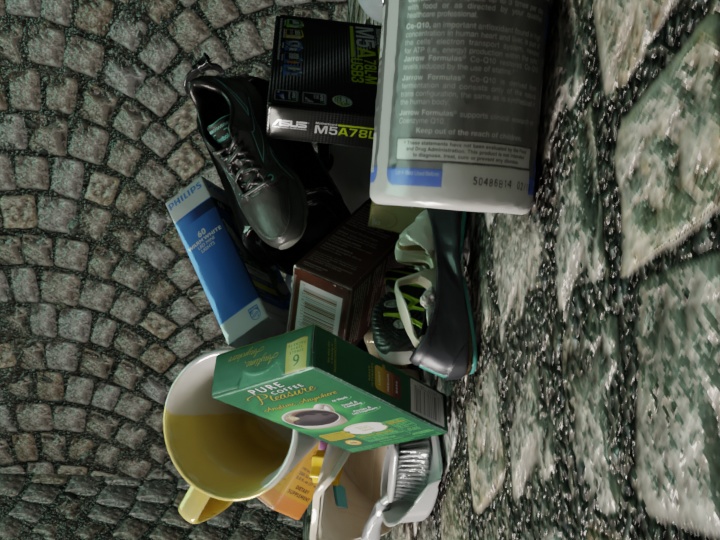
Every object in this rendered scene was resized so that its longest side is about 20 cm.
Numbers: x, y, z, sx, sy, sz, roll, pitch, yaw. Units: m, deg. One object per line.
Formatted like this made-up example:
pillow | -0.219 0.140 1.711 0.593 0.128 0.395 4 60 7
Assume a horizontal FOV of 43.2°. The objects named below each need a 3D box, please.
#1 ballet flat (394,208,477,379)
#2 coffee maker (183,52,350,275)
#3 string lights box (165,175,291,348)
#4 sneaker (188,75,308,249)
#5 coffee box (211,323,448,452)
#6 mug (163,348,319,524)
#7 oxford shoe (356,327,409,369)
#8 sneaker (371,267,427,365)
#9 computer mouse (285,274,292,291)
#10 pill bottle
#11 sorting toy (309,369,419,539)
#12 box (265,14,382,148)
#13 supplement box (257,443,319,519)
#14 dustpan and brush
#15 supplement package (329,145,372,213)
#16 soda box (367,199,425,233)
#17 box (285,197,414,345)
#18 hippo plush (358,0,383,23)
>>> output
ballet flat | 0.064 0.000 0.800 0.073 0.073 0.201 103 170 -59
coffee maker | -0.112 -0.112 1.039 0.135 0.192 0.201 -46 51 24
string lights box | -0.140 -0.001 1.037 0.201 0.059 0.103 61 -166 26
sneaker | -0.121 -0.111 0.923 0.079 0.075 0.201 6 -125 -64
coffee box | -0.022 0.113 0.828 0.123 0.200 0.044 -20 55 35
mug | -0.121 0.162 0.970 0.150 0.186 0.153 64 -163 9
oxford shoe | 0.026 0.095 1.094 0.200 0.073 0.071 103 167 -66
sneaker | 0.053 0.056 0.892 0.200 0.075 0.077 -61 -31 -71
computer mouse | -0.040 0.073 1.243 0.053 0.200 0.139 -42 10 9
pill bottle | 0.068 -0.142 0.615 0.114 0.113 0.201 -138 52 -83
sorting toy | -0.014 0.228 1.014 0.180 0.106 0.201 -52 -28 -62
box | -0.001 -0.203 0.978 0.201 0.192 0.048 -91 6 -48
supplement box | -0.059 0.206 1.143 0.201 0.069 0.067 -59 -40 -8
dustpan and brush | 0.037 0.231 0.953 0.140 0.057 0.201 -94 10 -55
supplement package | 0.007 -0.069 1.182 0.117 0.116 0.201 -98 14 -75
soda box | 0.058 -0.121 0.863 0.200 0.067 0.064 104 178 -50
box | 0.000 0.000 0.997 0.200 0.075 0.101 -43 -30 -50
hippo plush | 0.030 -0.315 0.844 0.160 0.199 0.161 65 -169 -52
